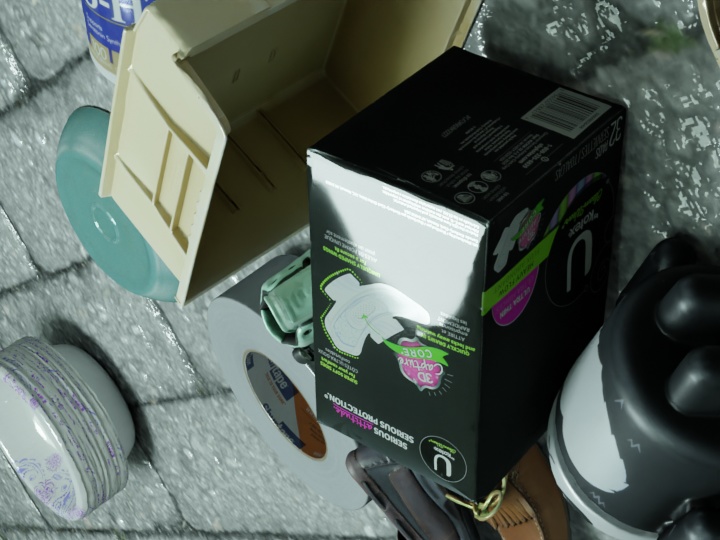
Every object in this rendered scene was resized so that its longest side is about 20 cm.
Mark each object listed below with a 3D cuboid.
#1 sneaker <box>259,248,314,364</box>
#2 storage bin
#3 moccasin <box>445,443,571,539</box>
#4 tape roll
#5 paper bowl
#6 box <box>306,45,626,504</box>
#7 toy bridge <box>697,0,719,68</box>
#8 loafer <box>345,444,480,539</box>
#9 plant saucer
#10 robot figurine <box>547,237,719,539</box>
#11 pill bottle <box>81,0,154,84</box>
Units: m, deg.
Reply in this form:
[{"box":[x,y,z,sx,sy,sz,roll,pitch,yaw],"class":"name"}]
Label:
[{"box":[0.000,0.000,1.087,0.074,0.118,0.200,54,150,4],"class":"sneaker"},{"box":[-0.044,-0.108,0.960,0.094,0.199,0.199,49,150,15],"class":"storage bin"},{"box":[0.089,0.137,1.134,0.073,0.078,0.203,4,123,51],"class":"moccasin"},{"box":[-0.036,0.089,1.263,0.200,0.066,0.201,44,155,26],"class":"tape roll"},{"box":[-0.323,0.162,1.745,0.200,0.104,0.202,37,147,30],"class":"paper bowl"},{"box":[0.061,0.001,0.936,0.124,0.148,0.201,24,133,29],"class":"box"},{"box":[0.201,-0.109,0.771,0.067,0.027,0.201,-5,115,60],"class":"toy bridge"},{"box":[0.045,0.181,1.213,0.201,0.063,0.072,64,-172,-45],"class":"loafer"},{"box":[-0.218,-0.050,1.445,0.200,0.036,0.201,36,146,30],"class":"plant saucer"},{"box":[0.176,0.075,0.892,0.124,0.150,0.200,37,151,8],"class":"robot figurine"},{"box":[-0.131,-0.227,1.050,0.119,0.119,0.201,35,145,31],"class":"pill bottle"}]
